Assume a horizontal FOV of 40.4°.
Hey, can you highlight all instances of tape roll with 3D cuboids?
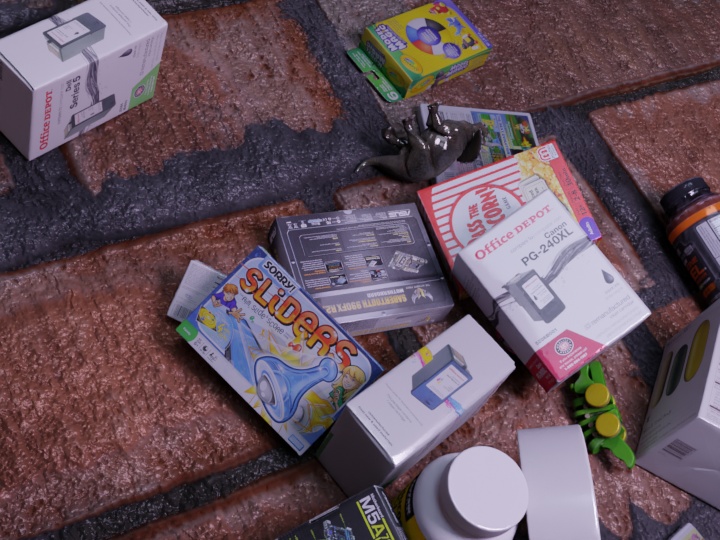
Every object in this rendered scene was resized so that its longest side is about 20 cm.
[{"bbox_3d":[0.212,0.268,1.044,0.071,0.202,0.203,-6,58,7],"label":"tape roll"}]

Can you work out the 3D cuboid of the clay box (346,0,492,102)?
[{"bbox_3d":[0.089,-0.332,1.471,0.200,0.048,0.115,-29,72,-32],"label":"clay box"}]

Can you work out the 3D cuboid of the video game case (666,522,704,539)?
[{"bbox_3d":[0.379,0.420,1.125,0.200,0.022,0.182,-29,73,-31],"label":"video game case"}]

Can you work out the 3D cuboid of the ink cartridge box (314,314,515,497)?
[{"bbox_3d":[0.061,0.158,1.097,0.200,0.145,0.088,-31,72,-31],"label":"ink cartridge box"}]

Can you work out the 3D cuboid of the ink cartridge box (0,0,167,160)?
[{"bbox_3d":[-0.347,-0.243,1.199,0.084,0.146,0.200,46,56,9],"label":"ink cartridge box"}]

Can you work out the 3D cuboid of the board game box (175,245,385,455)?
[{"bbox_3d":[-0.089,0.089,1.101,0.200,0.034,0.135,44,90,3],"label":"board game box"}]

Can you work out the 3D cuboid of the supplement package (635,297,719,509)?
[{"bbox_3d":[0.465,0.169,1.231,0.151,0.152,0.200,29,54,0],"label":"supplement package"}]

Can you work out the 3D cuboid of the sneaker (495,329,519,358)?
[{"bbox_3d":[0.250,0.034,1.282,0.075,0.081,0.200,34,55,5],"label":"sneaker"}]

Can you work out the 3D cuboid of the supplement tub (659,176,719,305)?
[{"bbox_3d":[0.511,-0.035,1.403,0.107,0.107,0.200,-14,64,-26],"label":"supplement tub"}]

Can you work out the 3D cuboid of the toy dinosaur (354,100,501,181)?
[{"bbox_3d":[0.091,-0.166,1.328,0.200,0.077,0.102,-29,99,-7],"label":"toy dinosaur"}]

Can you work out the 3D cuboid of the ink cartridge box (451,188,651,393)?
[{"bbox_3d":[0.228,0.023,1.196,0.145,0.083,0.200,-35,76,-7],"label":"ink cartridge box"}]

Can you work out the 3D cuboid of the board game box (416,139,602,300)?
[{"bbox_3d":[0.193,-0.067,1.293,0.200,0.046,0.152,-21,72,-4],"label":"board game box"}]

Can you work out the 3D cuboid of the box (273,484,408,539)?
[{"bbox_3d":[-0.021,0.343,0.957,0.193,0.048,0.200,-29,69,1],"label":"box"}]

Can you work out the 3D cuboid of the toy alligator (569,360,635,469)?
[{"bbox_3d":[0.290,0.161,1.237,0.054,0.059,0.200,-22,62,15],"label":"toy alligator"}]

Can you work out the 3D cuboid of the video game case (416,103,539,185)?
[{"bbox_3d":[0.182,-0.151,1.408,0.182,0.022,0.200,2,58,-19],"label":"video game case"}]

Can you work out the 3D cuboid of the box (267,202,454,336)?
[{"bbox_3d":[0.000,0.000,1.232,0.200,0.048,0.158,-9,64,-24],"label":"box"}]

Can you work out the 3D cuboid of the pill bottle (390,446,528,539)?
[{"bbox_3d":[0.093,0.257,1.013,0.112,0.200,0.112,9,57,-14],"label":"pill bottle"}]

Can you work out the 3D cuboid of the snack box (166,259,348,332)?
[{"bbox_3d":[-0.119,0.061,1.134,0.200,0.024,0.072,25,92,3],"label":"snack box"}]
